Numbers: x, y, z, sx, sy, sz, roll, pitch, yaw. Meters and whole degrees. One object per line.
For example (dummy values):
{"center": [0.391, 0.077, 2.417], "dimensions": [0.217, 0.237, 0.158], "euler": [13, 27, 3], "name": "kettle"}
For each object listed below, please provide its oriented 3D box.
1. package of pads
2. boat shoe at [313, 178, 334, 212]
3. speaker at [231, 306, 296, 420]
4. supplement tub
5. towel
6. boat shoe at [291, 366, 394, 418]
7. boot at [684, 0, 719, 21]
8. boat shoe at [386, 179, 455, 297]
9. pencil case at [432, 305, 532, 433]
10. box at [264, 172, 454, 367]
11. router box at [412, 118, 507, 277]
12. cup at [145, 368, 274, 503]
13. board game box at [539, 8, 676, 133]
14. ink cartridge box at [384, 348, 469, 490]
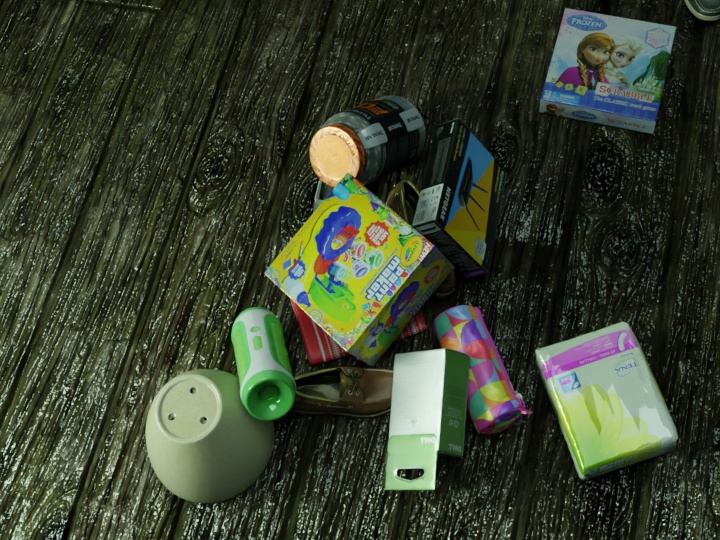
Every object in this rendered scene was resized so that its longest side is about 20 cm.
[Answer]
{"center": [0.361, 0.189, 1.544], "dimensions": [0.152, 0.068, 0.202], "euler": [-17, 64, 0], "name": "package of pads"}
{"center": [-0.046, -0.136, 1.758], "dimensions": [0.066, 0.057, 0.203], "euler": [2, 65, 8], "name": "boat shoe"}
{"center": [-0.147, 0.136, 1.578], "dimensions": [0.087, 0.089, 0.201], "euler": [-18, 30, -2], "name": "speaker"}
{"center": [0.011, -0.206, 1.699], "dimensions": [0.122, 0.124, 0.199], "euler": [31, 32, 20], "name": "supplement tub"}
{"center": [-0.007, 0.060, 1.679], "dimensions": [0.197, 0.023, 0.146], "euler": [-17, 64, -1], "name": "towel"}
{"center": [-0.019, 0.183, 1.594], "dimensions": [0.197, 0.068, 0.073], "euler": [-9, 63, 3], "name": "boat shoe"}
{"center": [0.606, -0.554, 1.824], "dimensions": [0.072, 0.151, 0.203], "euler": [2, 64, 8], "name": "boot"}
{"center": [0.096, -0.053, 1.677], "dimensions": [0.071, 0.068, 0.202], "euler": [-16, 62, -27], "name": "boat shoe"}
{"center": [0.180, 0.148, 1.579], "dimensions": [0.087, 0.089, 0.202], "euler": [-23, 64, -4], "name": "pencil case"}
{"center": [0.000, 0.000, 1.594], "dimensions": [0.192, 0.122, 0.201], "euler": [40, 91, 25], "name": "box"}
{"center": [0.160, -0.114, 1.659], "dimensions": [0.051, 0.149, 0.202], "euler": [-14, 49, 39], "name": "router box"}
{"center": [-0.237, 0.227, 1.560], "dimensions": [0.197, 0.144, 0.203], "euler": [-3, 63, 6], "name": "cup"}
{"center": [0.426, -0.346, 1.808], "dimensions": [0.197, 0.041, 0.202], "euler": [12, 66, 13], "name": "board game box"}
{"center": [0.097, 0.221, 1.533], "dimensions": [0.103, 0.059, 0.203], "euler": [-11, 68, 45], "name": "ink cartridge box"}
